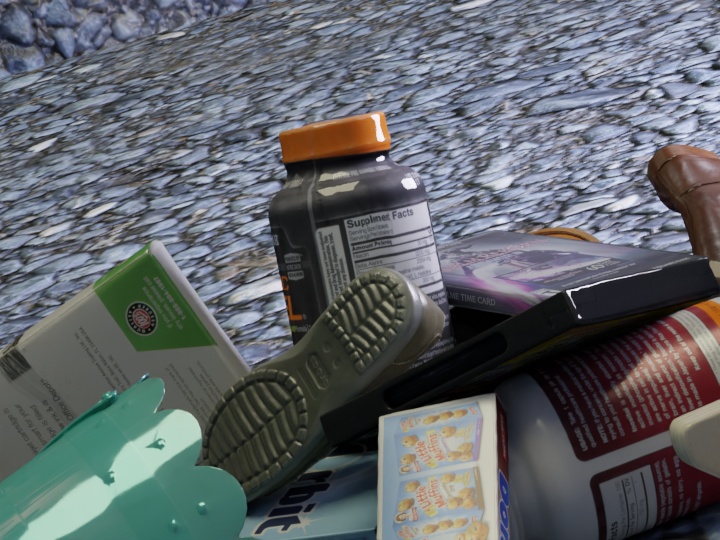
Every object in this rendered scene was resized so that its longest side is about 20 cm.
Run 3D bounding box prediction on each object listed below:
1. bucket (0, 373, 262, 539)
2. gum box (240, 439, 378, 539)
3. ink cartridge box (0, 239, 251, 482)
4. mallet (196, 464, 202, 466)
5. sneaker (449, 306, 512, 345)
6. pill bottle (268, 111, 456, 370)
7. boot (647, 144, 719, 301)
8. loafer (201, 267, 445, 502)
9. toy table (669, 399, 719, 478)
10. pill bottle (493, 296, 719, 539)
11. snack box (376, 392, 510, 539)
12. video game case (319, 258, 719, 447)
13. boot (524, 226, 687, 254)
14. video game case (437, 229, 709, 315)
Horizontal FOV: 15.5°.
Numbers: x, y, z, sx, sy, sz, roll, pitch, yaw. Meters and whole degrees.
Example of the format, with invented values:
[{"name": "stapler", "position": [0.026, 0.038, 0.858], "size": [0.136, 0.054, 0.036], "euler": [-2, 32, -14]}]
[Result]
[{"name": "bucket", "position": [-0.120, 0.175, 1.415], "size": [0.134, 0.208, 0.207], "euler": [-29, 18, -12]}, {"name": "gum box", "position": [-0.020, 0.151, 1.662], "size": [0.199, 0.045, 0.170], "euler": [-11, 17, 24]}, {"name": "ink cartridge box", "position": [-0.174, 0.097, 1.714], "size": [0.200, 0.146, 0.084], "euler": [-34, 6, 3]}, {"name": "mallet", "position": [-0.181, 0.149, 1.600], "size": [0.199, 0.041, 0.066], "euler": [-2, 17, -8]}, {"name": "sneaker", "position": [0.065, 0.064, 1.783], "size": [0.199, 0.091, 0.076], "euler": [-10, 19, 27]}, {"name": "pill bottle", "position": [0.000, 0.000, 1.710], "size": [0.106, 0.201, 0.106], "euler": [-11, 3, 1]}, {"name": "boot", "position": [0.308, -0.021, 1.872], "size": [0.185, 0.065, 0.200], "euler": [3, 26, -11]}, {"name": "loafer", "position": [-0.019, 0.079, 1.626], "size": [0.200, 0.075, 0.069], "euler": [-41, -32, 27]}, {"name": "toy table", "position": [0.262, 0.102, 1.408], "size": [0.183, 0.118, 0.200], "euler": [-25, 17, -26]}, {"name": "pill bottle", "position": [0.147, 0.099, 1.540], "size": [0.199, 0.113, 0.113], "euler": [-20, 16, -11]}, {"name": "snack box", "position": [0.045, 0.157, 1.432], "size": [0.072, 0.024, 0.201], "euler": [-13, 48, 17]}, {"name": "video game case", "position": [0.097, 0.048, 1.569], "size": [0.180, 0.026, 0.200], "euler": [-28, -10, 30]}, {"name": "boot", "position": [0.138, 0.029, 1.852], "size": [0.199, 0.077, 0.155], "euler": [8, 19, 28]}, {"name": "video game case", "position": [0.113, 0.002, 1.773], "size": [0.142, 0.019, 0.199], "euler": [-16, 17, -41]}]
